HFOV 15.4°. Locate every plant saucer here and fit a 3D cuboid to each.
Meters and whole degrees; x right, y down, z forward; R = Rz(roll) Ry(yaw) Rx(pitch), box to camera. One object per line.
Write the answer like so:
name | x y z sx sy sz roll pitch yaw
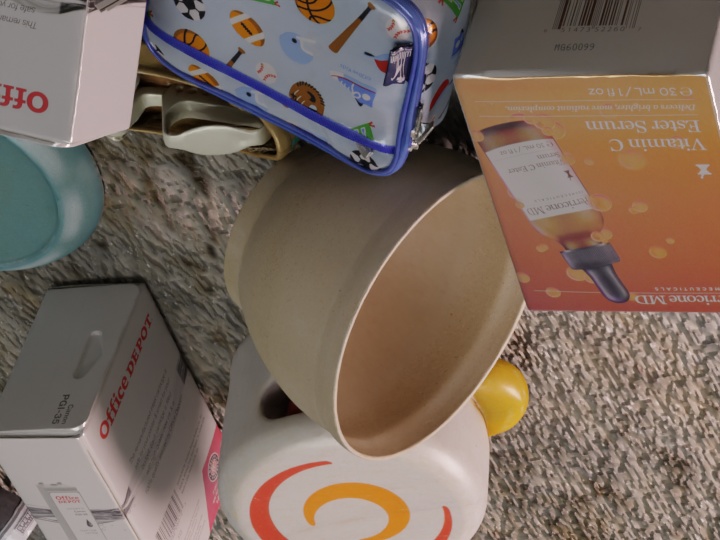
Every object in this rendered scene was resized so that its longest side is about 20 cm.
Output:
plant saucer | -0.273 -0.064 1.817 0.200 0.027 0.200 10 140 9

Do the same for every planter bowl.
planter bowl | 0.000 0.000 1.676 0.135 0.200 0.200 30 148 28

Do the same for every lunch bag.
lunch bag | -0.032 -0.145 1.558 0.200 0.076 0.160 30 140 14

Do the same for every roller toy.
roller toy | -0.002 0.109 1.822 0.182 0.140 0.200 23 138 -22

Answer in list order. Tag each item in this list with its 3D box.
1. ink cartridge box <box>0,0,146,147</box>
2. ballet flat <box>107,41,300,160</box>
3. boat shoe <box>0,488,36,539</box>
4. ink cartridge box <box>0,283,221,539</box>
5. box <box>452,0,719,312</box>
ink cartridge box | -0.197 -0.183 1.510 0.144 0.084 0.200 14 104 20
ballet flat | -0.129 -0.108 1.680 0.200 0.063 0.069 7 139 14
boat shoe | -0.324 0.232 2.151 0.066 0.070 0.200 34 138 -7
ink cartridge box | -0.174 0.126 1.903 0.083 0.147 0.200 -2 136 23
box | 0.157 -0.079 1.569 0.152 0.106 0.200 0 137 21
